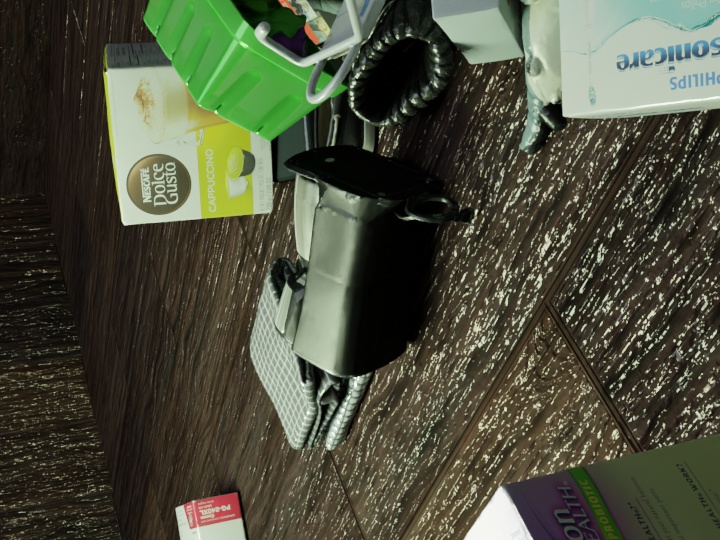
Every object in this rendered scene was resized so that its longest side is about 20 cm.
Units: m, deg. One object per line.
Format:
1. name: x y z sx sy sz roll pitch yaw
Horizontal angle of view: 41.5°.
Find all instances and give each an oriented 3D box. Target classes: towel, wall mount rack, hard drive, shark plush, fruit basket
1. towel: -0.072 0.105 1.169 0.166 0.085 0.200 111 144 -45
2. wall mount rack: -0.005 -0.231 0.712 0.174 0.075 0.200 -4 60 61
3. hard drive: -0.085 -0.214 1.187 0.140 0.033 0.200 -178 83 -65
4. shark plush: 0.153 -0.177 0.702 0.083 0.091 0.200 -96 -5 -51
5. fruit basket: -0.091 -0.253 0.856 0.215 0.155 0.216 -15 65 37

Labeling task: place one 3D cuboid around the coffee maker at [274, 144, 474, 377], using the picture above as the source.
1. coffee maker: 0.000 0.000 0.937 0.192 0.135 0.200 45 135 52

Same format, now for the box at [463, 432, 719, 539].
1. box: 0.181 0.196 0.519 0.176 0.200 0.097 63 147 36

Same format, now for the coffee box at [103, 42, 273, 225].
1. coffee box: -0.231 -0.190 1.258 0.200 0.197 0.200 -125 32 -64

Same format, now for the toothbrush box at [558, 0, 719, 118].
1. toothbrush box: 0.190 -0.193 0.550 0.146 0.085 0.200 7 101 63

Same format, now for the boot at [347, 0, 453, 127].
1. boot: 0.030 -0.167 0.812 0.211 0.079 0.158 102 177 -51

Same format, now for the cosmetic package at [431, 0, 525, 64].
1. cosmetic package: 0.082 -0.268 0.701 0.151 0.052 0.200 -3 -92 -72

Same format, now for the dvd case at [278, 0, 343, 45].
1. dvd case: -0.059 -0.291 0.927 0.146 0.022 0.200 52 160 -19

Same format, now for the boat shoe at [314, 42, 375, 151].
1. boat shoe: -0.026 -0.213 1.029 0.074 0.060 0.200 -167 73 -65

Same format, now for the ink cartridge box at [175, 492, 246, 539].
1. ink cartridge box: -0.247 0.491 1.623 0.145 0.083 0.200 141 120 -61
